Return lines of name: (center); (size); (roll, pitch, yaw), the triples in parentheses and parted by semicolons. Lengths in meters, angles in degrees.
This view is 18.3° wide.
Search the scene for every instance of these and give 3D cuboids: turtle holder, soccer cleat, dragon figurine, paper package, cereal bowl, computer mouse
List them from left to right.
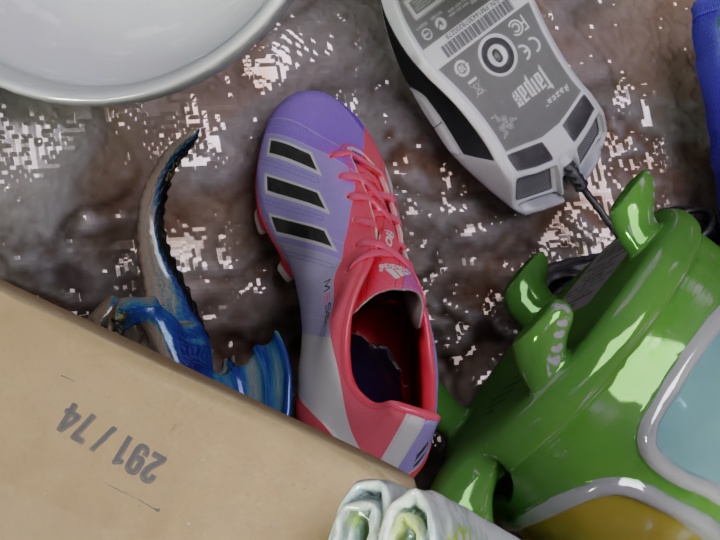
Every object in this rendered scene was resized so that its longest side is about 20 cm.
paper package: (-0.103, 0.118, 0.746); (0.200, 0.103, 0.191); (24, 71, -1)
cereal bowl: (-0.105, -0.164, 0.920); (0.199, 0.083, 0.201); (0, 89, 6)
dragon figurine: (-0.065, 0.052, 0.902); (0.099, 0.059, 0.201); (18, 71, -21)
soccer cleat: (0.000, 0.000, 0.921); (0.067, 0.076, 0.201); (12, 53, -25)
computer mouse: (0.074, -0.066, 1.017); (0.110, 0.044, 0.200); (-36, 96, -25)
turtle holder: (0.106, 0.065, 0.906); (0.132, 0.141, 0.186); (42, 37, -5)

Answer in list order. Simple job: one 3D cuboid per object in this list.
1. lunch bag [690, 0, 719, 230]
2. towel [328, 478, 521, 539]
lunch bag: (0.257, -0.050, 1.051); (0.199, 0.127, 0.171); (-1, 72, -16)
towel: (0.027, 0.170, 0.729); (0.200, 0.048, 0.172); (38, 68, -58)
